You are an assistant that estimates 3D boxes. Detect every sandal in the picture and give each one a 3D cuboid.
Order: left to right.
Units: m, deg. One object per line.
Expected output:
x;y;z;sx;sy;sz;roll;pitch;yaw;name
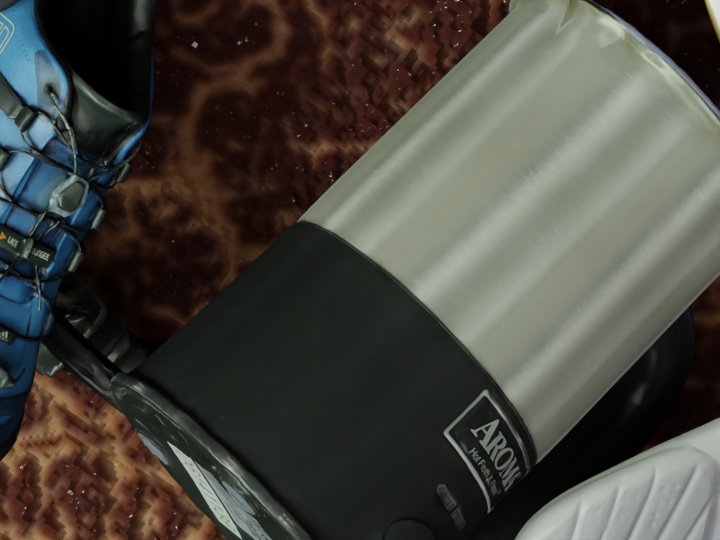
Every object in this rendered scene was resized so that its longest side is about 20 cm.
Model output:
0.130;0.060;0.947;0.206;0.059;0.079;-15;122;-22;sandal

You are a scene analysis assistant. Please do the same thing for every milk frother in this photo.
0.000;0.000;0.931;0.200;0.181;0.188;41;76;20;milk frother

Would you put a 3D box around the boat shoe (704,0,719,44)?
0.134;-0.123;0.886;0.069;0.071;0.201;-18;108;17;boat shoe

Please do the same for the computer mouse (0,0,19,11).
-0.160;-0.169;0.881;0.138;0.053;0.200;-34;96;11;computer mouse

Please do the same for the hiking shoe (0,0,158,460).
-0.111;-0.032;0.891;0.074;0.201;0.087;23;156;-37;hiking shoe
